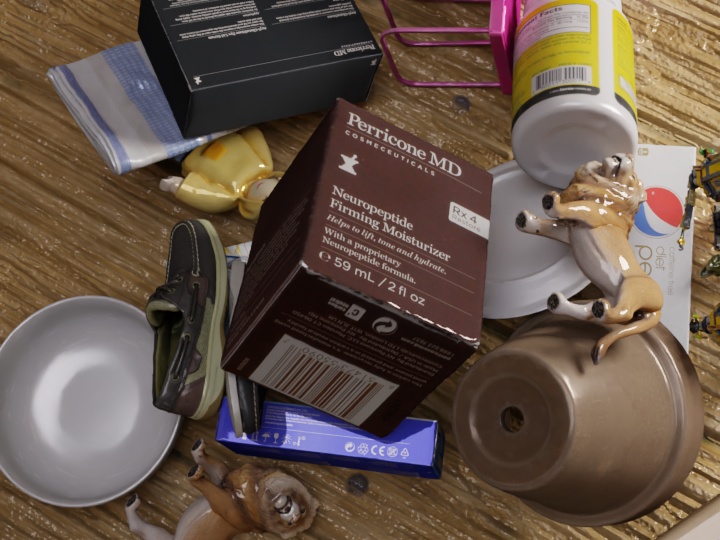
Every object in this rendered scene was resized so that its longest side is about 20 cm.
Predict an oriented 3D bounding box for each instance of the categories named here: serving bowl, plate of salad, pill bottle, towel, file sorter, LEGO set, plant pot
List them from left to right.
[{"bbox_3d":[-0.258,0.128,1.226,0.199,0.066,0.201,-2,75,7],"label":"serving bowl"},{"bbox_3d":[-0.189,-0.178,1.253,0.199,0.024,0.147,-25,63,-25],"label":"towel"},{"bbox_3d":[0.092,-0.293,1.252,0.125,0.139,0.201,2,75,12],"label":"file sorter"},{"bbox_3d":[0.153,-0.029,1.197,0.199,0.048,0.201,-16,44,16],"label":"plate of salad"},{"bbox_3d":[0.168,0.122,1.073,0.199,0.174,0.201,-3,85,33],"label":"plant pot"},{"bbox_3d":[0.199,-0.185,1.191,0.114,0.115,0.201,1,52,8],"label":"pill bottle"},{"bbox_3d":[0.338,-0.007,1.139,0.153,0.116,0.201,-2,77,-30],"label":"LEGO set"}]

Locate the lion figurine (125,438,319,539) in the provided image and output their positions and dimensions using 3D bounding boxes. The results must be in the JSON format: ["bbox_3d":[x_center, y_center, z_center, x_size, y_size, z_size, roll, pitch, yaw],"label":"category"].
[{"bbox_3d":[-0.145,0.238,1.179,0.200,0.073,0.123,-37,116,13],"label":"lion figurine"}]

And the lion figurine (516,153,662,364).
[{"bbox_3d":[0.208,-0.009,1.069,0.122,0.072,0.201,6,58,-32],"label":"lion figurine"}]

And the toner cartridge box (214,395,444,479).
[{"bbox_3d":[-0.025,0.154,1.170,0.199,0.095,0.043,6,76,9],"label":"toner cartridge box"}]

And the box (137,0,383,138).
[{"bbox_3d":[-0.099,-0.222,1.243,0.199,0.079,0.142,-14,61,-23],"label":"box"}]

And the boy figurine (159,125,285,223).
[{"bbox_3d":[-0.140,-0.105,1.263,0.124,0.065,0.200,-35,66,-29],"label":"boy figurine"}]

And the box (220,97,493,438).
[{"bbox_3d":[0.000,0.000,1.092,0.165,0.164,0.201,24,47,-16],"label":"box"}]

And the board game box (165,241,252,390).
[{"bbox_3d":[-0.081,0.036,1.241,0.199,0.034,0.136,-14,73,4],"label":"board game box"}]

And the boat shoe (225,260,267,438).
[{"bbox_3d":[-0.090,0.067,1.147,0.060,0.074,0.200,0,38,-4],"label":"boat shoe"}]

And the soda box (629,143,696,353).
[{"bbox_3d":[0.273,-0.014,1.188,0.068,0.064,0.201,4,76,9],"label":"soda box"}]

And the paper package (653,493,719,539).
[{"bbox_3d":[0.324,0.295,1.077,0.199,0.104,0.191,-33,73,-2],"label":"paper package"}]

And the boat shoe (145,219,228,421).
[{"bbox_3d":[-0.164,0.038,1.177,0.072,0.066,0.202,-33,54,45],"label":"boat shoe"}]
